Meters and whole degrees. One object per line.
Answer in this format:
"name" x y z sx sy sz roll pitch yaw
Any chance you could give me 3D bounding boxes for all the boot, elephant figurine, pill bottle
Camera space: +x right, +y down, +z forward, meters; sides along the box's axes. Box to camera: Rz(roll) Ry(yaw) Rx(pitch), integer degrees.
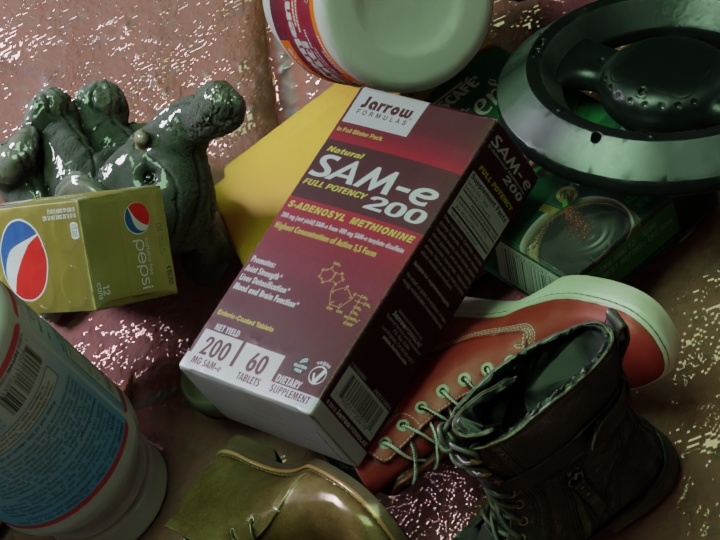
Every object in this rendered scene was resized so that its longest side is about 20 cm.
"boot" -0.041 0.149 1.467 0.075 0.074 0.200 -41 24 -23
"boot" 0.072 0.073 1.424 0.199 0.073 0.144 -9 29 48
"elephant figurine" -0.143 -0.041 1.650 0.142 0.155 0.200 -45 37 -17
"boot" 0.075 0.111 1.356 0.200 0.174 0.069 -42 59 1
"pill bottle" 0.004 -0.167 1.589 0.110 0.110 0.200 -48 15 -5
"pill bottle" -0.203 0.091 1.555 0.108 0.200 0.109 -19 49 23

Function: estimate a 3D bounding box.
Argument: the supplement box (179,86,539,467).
"supplement box" 0.000 0.000 1.448 0.108 0.061 0.201 16 66 41

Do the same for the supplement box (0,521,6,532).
"supplement box" -0.304 0.078 1.637 0.131 0.200 0.103 28 77 44

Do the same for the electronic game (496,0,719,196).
"electronic game" 0.178 -0.105 1.500 0.199 0.042 0.201 -5 37 3

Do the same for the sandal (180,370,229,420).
"sandal" -0.048 0.039 1.535 0.199 0.054 0.082 -13 50 47

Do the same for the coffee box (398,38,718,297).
"coffee box" 0.096 -0.057 1.528 0.123 0.044 0.200 -37 48 -21

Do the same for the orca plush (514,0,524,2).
"orca plush" 0.124 -0.218 1.624 0.199 0.071 0.106 -4 87 -7

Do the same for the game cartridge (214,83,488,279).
"game cartridge" 0.004 -0.041 1.634 0.176 0.032 0.200 -36 42 8

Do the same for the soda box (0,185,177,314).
"soda box" -0.200 -0.009 1.591 0.199 0.064 0.068 -4 97 50
